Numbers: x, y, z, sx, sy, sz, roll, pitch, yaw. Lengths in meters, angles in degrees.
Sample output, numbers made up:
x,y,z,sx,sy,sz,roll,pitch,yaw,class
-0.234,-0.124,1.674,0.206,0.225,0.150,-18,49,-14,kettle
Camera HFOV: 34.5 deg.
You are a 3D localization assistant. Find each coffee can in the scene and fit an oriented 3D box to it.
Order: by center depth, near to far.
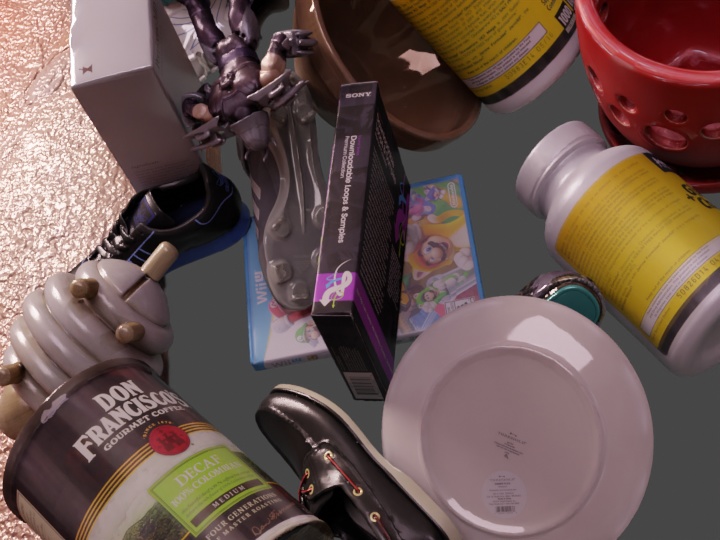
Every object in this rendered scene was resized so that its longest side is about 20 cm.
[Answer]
x,y,z,sx,sy,sz,roll,pitch,yaw,class
-0.138,0.179,0.830,0.199,0.147,0.147,35,73,27,coffee can

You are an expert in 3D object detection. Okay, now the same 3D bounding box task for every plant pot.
x,y,z,sx,sy,sz,roll,pitch,yaw,class
0.271,-0.172,0.914,0.197,0.183,0.203,-5,59,9,plant pot
0.008,-0.184,1.011,0.092,0.199,0.204,-31,48,42,plant pot

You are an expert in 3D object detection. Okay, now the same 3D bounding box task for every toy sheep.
x,y,z,sx,sy,sz,roll,pitch,yaw,class
-0.214,0.058,0.923,0.200,0.138,0.138,-43,59,3,toy sheep

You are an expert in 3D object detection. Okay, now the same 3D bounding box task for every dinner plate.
x,y,z,sx,sy,sz,roll,pitch,yaw,class
0.107,0.120,0.824,0.197,0.024,0.204,0,90,19,dinner plate

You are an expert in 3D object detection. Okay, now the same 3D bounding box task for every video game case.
x,y,z,sx,sy,sz,roll,pitch,yaw,class
0.000,0.000,0.975,0.197,0.018,0.145,-11,59,7,video game case

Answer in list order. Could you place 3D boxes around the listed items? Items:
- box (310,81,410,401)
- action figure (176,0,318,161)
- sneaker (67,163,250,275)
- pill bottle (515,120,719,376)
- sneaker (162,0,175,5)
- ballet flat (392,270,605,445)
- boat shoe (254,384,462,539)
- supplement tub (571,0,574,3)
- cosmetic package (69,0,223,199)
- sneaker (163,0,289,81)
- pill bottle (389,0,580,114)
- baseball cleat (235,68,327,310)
x,y,z,sx,sy,sz,roll,pitch,yaw,class
0.004,-0.021,0.893,0.036,0.144,0.203,0,60,14,box
-0.099,-0.178,0.919,0.129,0.069,0.203,-23,72,16,action figure
-0.193,-0.023,0.992,0.199,0.078,0.071,-33,55,1,sneaker
0.212,-0.024,0.884,0.112,0.112,0.200,-37,60,-10,pill bottle
-0.187,-0.314,1.108,0.083,0.200,0.122,34,67,-6,sneaker
0.102,0.073,0.879,0.200,0.072,0.072,-42,57,13,ballet flat
-0.015,0.157,0.847,0.063,0.074,0.201,-31,53,-28,boat shoe
0.113,-0.318,1.066,0.197,0.132,0.133,17,65,20,supplement tub
-0.177,-0.140,0.990,0.070,0.201,0.103,-12,59,6,cosmetic package
-0.147,-0.226,1.111,0.086,0.075,0.201,30,71,21,sneaker
0.089,-0.238,0.968,0.112,0.200,0.113,-40,20,18,pill bottle
-0.064,-0.065,0.983,0.069,0.106,0.204,1,84,-21,baseball cleat
